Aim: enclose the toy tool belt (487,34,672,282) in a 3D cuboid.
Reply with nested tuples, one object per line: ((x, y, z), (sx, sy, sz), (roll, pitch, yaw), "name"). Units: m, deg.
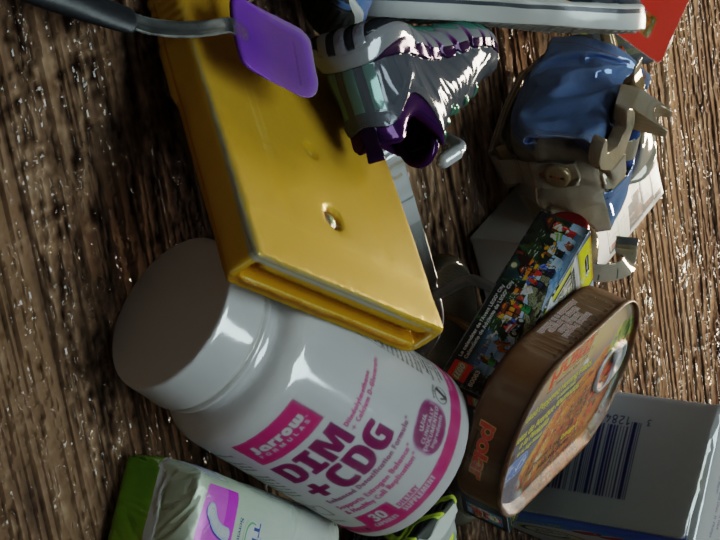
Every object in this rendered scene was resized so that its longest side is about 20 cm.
((0.150, -0.095, 1.580), (0.200, 0.125, 0.123), (-73, 166, -50), "toy tool belt")

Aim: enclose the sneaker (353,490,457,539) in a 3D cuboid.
((0.009, 0.214, 1.481), (0.200, 0.075, 0.076), (-35, 122, -47), "sneaker")

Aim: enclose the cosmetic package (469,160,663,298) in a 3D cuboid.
((0.155, -0.041, 1.682), (0.200, 0.051, 0.083), (-47, 130, -42), "cosmetic package")

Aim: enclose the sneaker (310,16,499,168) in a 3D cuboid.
((0.033, -0.104, 1.406), (0.200, 0.074, 0.088), (-9, 84, -62), "sneaker")

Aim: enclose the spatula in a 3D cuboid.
((-0.107, -0.134, 1.247), (0.200, 0.021, 0.057), (10, 50, -29), "spatula")

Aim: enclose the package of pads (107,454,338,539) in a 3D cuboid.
((-0.092, 0.221, 1.340), (0.154, 0.068, 0.200), (28, 72, -53), "package of pads")

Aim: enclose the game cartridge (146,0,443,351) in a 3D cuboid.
((-0.039, -0.061, 1.318), (0.176, 0.032, 0.200), (24, 39, -49), "game cartridge")

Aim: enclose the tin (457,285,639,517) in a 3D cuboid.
((0.119, 0.078, 1.439), (0.200, 0.042, 0.112), (-34, 147, -56), "tin")

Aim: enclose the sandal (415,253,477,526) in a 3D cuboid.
((0.072, 0.084, 1.572), (0.082, 0.055, 0.200), (-24, 114, -52), "sandal")

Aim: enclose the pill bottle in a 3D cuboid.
((-0.040, 0.067, 1.333), (0.200, 0.113, 0.113), (33, 66, -37), "pill bottle")

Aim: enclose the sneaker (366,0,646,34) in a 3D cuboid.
((0.093, -0.193, 1.478), (0.200, 0.078, 0.079), (3, 92, -19), "sneaker")

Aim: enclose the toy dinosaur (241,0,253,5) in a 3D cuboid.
((-0.077, -0.226, 1.300), (0.136, 0.086, 0.200), (50, 25, -2), "toy dinosaur")

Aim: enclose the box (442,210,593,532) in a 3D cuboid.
((0.107, 0.070, 1.510), (0.137, 0.038, 0.200), (-57, 158, -23), "box")

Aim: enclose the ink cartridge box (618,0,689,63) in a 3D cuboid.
((0.160, -0.262, 1.567), (0.200, 0.057, 0.163), (31, 60, -6), "ink cartridge box")

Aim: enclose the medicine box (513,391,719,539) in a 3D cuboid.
((0.211, 0.157, 1.673), (0.200, 0.182, 0.103), (30, 70, -53), "medicine box")

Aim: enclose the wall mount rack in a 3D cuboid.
((0.000, 0.000, 1.446), (0.174, 0.075, 0.200), (-28, 120, -19), "wall mount rack")

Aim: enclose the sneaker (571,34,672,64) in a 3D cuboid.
((0.188, -0.208, 1.680), (0.200, 0.081, 0.074), (36, 65, -52), "sneaker")

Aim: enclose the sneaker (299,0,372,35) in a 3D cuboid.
((0.012, -0.235, 1.408), (0.077, 0.076, 0.200), (13, 85, -29), "sneaker")
